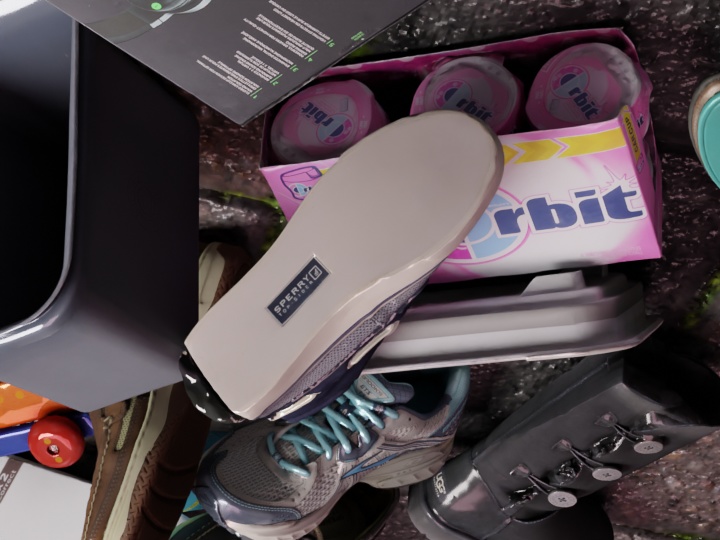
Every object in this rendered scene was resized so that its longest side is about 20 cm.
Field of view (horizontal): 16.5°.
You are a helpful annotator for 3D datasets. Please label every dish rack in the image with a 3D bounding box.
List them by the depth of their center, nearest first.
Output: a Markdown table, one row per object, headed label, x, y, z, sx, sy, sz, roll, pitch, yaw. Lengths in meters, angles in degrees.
| label | x | y | z | sx | sy | sz | roll | pitch | yaw |
| --- | --- | --- | --- | --- | --- | --- | --- | --- | --- |
| dish rack | 0.059 | 0.025 | 1.366 | 0.199 | 0.044 | 0.172 | -7 | -176 | 14 |

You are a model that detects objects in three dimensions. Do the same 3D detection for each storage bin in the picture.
| label | x | y | z | sx | sy | sz | roll | pitch | yaw |
| --- | --- | --- | --- | --- | --- | --- | --- | --- | --- |
| storage bin | -0.159 | -0.024 | 1.268 | 0.145 | 0.201 | 0.134 | -19 | 146 | 29 |

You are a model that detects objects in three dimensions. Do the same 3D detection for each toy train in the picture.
| label | x | y | z | sx | sy | sz | roll | pitch | yaw |
| --- | --- | --- | --- | --- | --- | --- | --- | --- | --- |
| toy train | -0.186 | 0.048 | 1.464 | 0.199 | 0.085 | 0.116 | -14 | 122 | 16 |

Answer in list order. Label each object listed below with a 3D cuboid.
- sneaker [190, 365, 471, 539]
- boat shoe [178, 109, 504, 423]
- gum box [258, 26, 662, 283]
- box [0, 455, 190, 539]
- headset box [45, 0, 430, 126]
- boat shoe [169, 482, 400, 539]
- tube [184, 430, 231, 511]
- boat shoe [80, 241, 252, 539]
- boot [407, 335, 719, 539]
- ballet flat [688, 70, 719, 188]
| label | x | y | z | sx | sy | sz | roll | pitch | yaw |
| --- | --- | --- | --- | --- | --- | --- | --- | --- | --- |
| sneaker | -0.015 | 0.089 | 1.442 | 0.199 | 0.078 | 0.087 | -22 | 149 | -42 |
| boat shoe | 0.000 | 0.000 | 1.252 | 0.200 | 0.075 | 0.093 | -41 | 162 | 11 |
| gum box | 0.060 | -0.055 | 1.295 | 0.199 | 0.066 | 0.114 | -7 | 143 | 15 |
| box | -0.177 | 0.245 | 1.558 | 0.199 | 0.200 | 0.131 | 11 | 158 | 47 |
| headset box | -0.058 | -0.175 | 1.129 | 0.174 | 0.093 | 0.200 | 31 | 136 | -31 |
| boat shoe | -0.050 | 0.157 | 1.468 | 0.066 | 0.072 | 0.200 | -40 | 166 | 35 |
| tube | -0.075 | 0.120 | 1.515 | 0.077 | 0.051 | 0.200 | -15 | 170 | 31 |
| boat shoe | -0.124 | 0.075 | 1.385 | 0.074 | 0.203 | 0.075 | 12 | 153 | 15 |
| boot | 0.150 | 0.115 | 1.510 | 0.164 | 0.066 | 0.200 | 15 | 138 | -38 |
| ballet flat | 0.218 | -0.055 | 1.275 | 0.068 | 0.069 | 0.200 | -15 | 138 | 23 |
